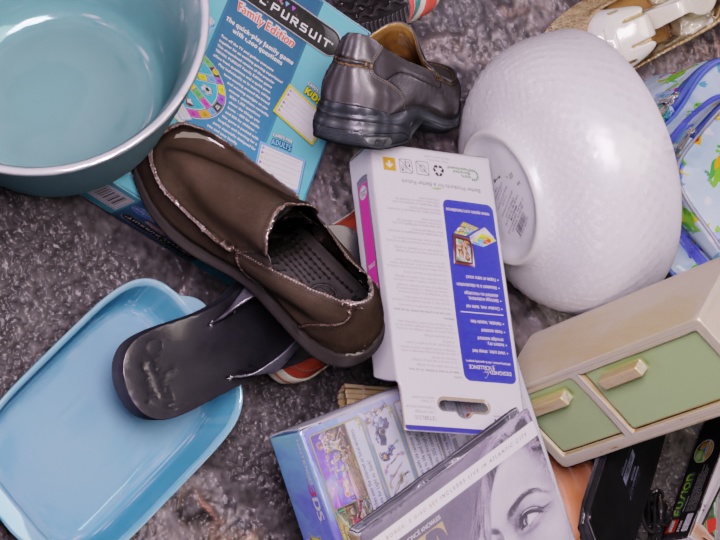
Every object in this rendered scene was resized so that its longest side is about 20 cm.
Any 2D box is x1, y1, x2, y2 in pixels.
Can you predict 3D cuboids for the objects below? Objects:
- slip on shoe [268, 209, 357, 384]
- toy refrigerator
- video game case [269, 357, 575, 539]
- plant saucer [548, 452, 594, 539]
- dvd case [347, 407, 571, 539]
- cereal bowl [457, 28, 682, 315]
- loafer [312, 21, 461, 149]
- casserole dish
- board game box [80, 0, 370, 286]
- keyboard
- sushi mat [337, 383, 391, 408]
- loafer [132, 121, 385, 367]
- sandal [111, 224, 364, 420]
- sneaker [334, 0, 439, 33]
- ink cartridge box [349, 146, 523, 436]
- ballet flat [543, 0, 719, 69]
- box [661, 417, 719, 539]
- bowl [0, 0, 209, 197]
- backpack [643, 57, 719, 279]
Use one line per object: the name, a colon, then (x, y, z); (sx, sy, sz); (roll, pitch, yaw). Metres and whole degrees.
slip on shoe: (0.000, 0.000, 1.497); (0.200, 0.061, 0.074); (-44, 106, -30)
toy refrigerator: (0.186, 0.065, 1.460); (0.076, 0.200, 0.070); (46, 52, -15)
video game case: (0.052, 0.172, 1.445); (0.180, 0.045, 0.201); (-19, 91, -35)
plant saucer: (0.082, 0.178, 1.512); (0.199, 0.037, 0.202); (6, 78, -31)
dvd case: (0.080, 0.209, 1.400); (0.148, 0.016, 0.201); (-33, 115, -29)
cereal bowl: (0.127, -0.061, 1.512); (0.083, 0.200, 0.202); (-17, 89, -28)
loafer: (0.027, -0.130, 1.486); (0.200, 0.072, 0.073); (-35, 135, -71)
casserole dish: (-0.160, 0.095, 1.385); (0.121, 0.039, 0.200); (52, 58, -14)
board game box: (-0.093, -0.110, 1.466); (0.151, 0.047, 0.201); (33, 64, -25)
keyboard: (0.189, 0.160, 1.566); (0.128, 0.020, 0.200); (68, 28, -26)
sushi mat: (0.071, 0.133, 1.543); (0.199, 0.012, 0.096); (6, 77, -32)
loafer: (-0.056, -0.029, 1.369); (0.200, 0.071, 0.073); (40, 57, 10)
sandal: (-0.065, 0.037, 1.405); (0.200, 0.043, 0.076); (-34, 103, -31)
sneaker: (0.000, -0.265, 1.560); (0.093, 0.070, 0.201); (-29, 95, -52)
ink cartridge box: (0.050, 0.016, 1.440); (0.094, 0.037, 0.201); (6, 63, -29)
ballet flat: (0.211, -0.188, 1.672); (0.200, 0.065, 0.071); (-33, 99, -33)
box: (0.308, 0.146, 1.683); (0.110, 0.035, 0.201); (37, 62, -22)
bowl: (-0.188, -0.125, 1.347); (0.199, 0.105, 0.202); (0, 65, -1)
backpack: (0.264, -0.055, 1.631); (0.183, 0.147, 0.200); (50, 55, -18)
